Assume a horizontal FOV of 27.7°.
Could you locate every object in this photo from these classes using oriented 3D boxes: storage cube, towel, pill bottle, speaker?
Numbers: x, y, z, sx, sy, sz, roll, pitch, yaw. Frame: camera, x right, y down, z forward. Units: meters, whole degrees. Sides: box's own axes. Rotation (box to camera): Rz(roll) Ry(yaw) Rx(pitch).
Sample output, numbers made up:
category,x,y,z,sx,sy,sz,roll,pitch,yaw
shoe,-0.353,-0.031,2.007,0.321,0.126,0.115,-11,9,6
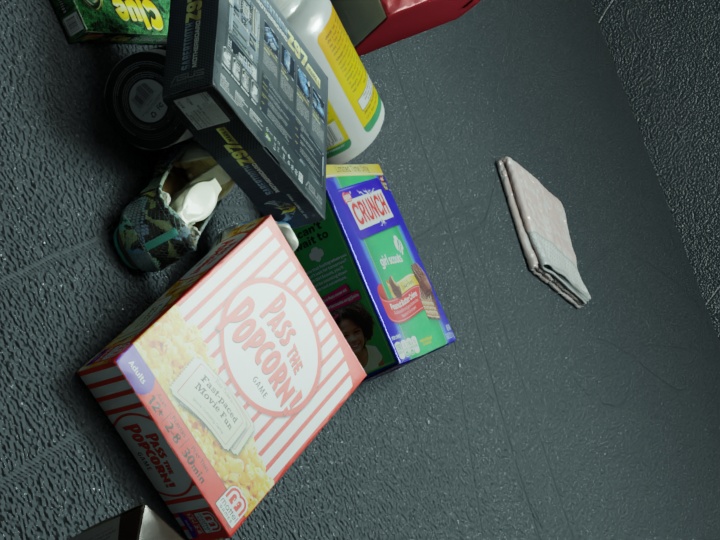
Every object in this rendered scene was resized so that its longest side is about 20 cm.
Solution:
category,x,y,z,sx,sy,sz,roll,pitch,yaw
storage cube,0.038,-0.362,1.674,0.179,0.200,0.172,-24,89,-24
towel,0.277,-0.057,2.188,0.200,0.032,0.192,33,38,-55
pill bottle,-0.063,-0.204,1.408,0.113,0.112,0.201,-89,155,-48
speaker,-0.141,-0.159,1.258,0.082,0.081,0.200,63,22,-5

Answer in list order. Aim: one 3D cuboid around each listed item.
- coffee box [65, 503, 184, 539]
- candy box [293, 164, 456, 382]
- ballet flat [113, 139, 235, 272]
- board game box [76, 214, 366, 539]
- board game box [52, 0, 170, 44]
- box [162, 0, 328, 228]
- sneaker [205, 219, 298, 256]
category,x,y,z,sx,sy,sz,roll,pitch,yaw
coffee box,-0.132,0.252,0.830,0.113,0.079,0.201,49,27,-33
candy box,0.000,0.000,1.416,0.201,0.077,0.169,65,22,5
ballet flat,-0.135,-0.061,1.179,0.074,0.074,0.200,56,23,-21
board game box,-0.094,0.075,1.070,0.152,0.046,0.200,59,43,-16
board game box,-0.213,-0.246,1.264,0.106,0.023,0.200,67,21,0
box,-0.089,-0.151,1.202,0.200,0.051,0.159,50,34,-51
sneaker,-0.101,0.022,1.158,0.072,0.072,0.201,55,30,-24
